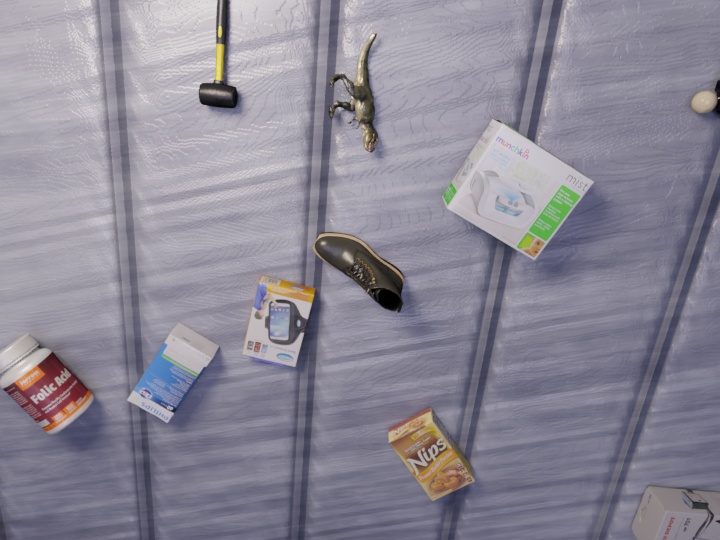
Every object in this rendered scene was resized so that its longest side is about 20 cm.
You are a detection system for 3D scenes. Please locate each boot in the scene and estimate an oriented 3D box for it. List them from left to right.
[{"bbox_3d":[0.000,0.000,0.993,0.200,0.138,0.078,24,109,-8],"label":"boot"}]

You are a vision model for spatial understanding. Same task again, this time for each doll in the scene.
[{"bbox_3d":[0.696,-0.313,0.918,0.200,0.048,0.137,-10,109,4],"label":"doll"}]

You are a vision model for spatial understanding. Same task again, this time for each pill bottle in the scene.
[{"bbox_3d":[-0.681,0.239,1.102,0.114,0.114,0.200,-30,108,11],"label":"pill bottle"}]

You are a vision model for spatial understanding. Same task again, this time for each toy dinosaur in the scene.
[{"bbox_3d":[-0.012,-0.314,0.926,0.088,0.047,0.200,-7,111,-13],"label":"toy dinosaur"}]

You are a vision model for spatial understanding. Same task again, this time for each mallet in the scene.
[{"bbox_3d":[-0.236,-0.387,0.907,0.066,0.041,0.200,14,106,-3],"label":"mallet"}]

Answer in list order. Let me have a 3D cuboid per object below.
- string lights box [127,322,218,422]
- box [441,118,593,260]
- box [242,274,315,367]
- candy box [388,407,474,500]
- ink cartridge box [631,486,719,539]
[{"bbox_3d":[-0.407,0.224,1.123,0.103,0.059,0.200,34,107,-11],"label":"string lights box"},{"bbox_3d":[0.285,-0.150,0.959,0.200,0.097,0.177,30,110,-9],"label":"box"},{"bbox_3d":[-0.176,0.119,1.092,0.119,0.041,0.200,14,108,-5],"label":"box"},{"bbox_3d":[0.164,0.427,1.196,0.115,0.055,0.200,-31,108,11],"label":"candy box"},{"bbox_3d":[0.788,0.612,1.246,0.200,0.086,0.147,5,111,-3],"label":"ink cartridge box"}]
